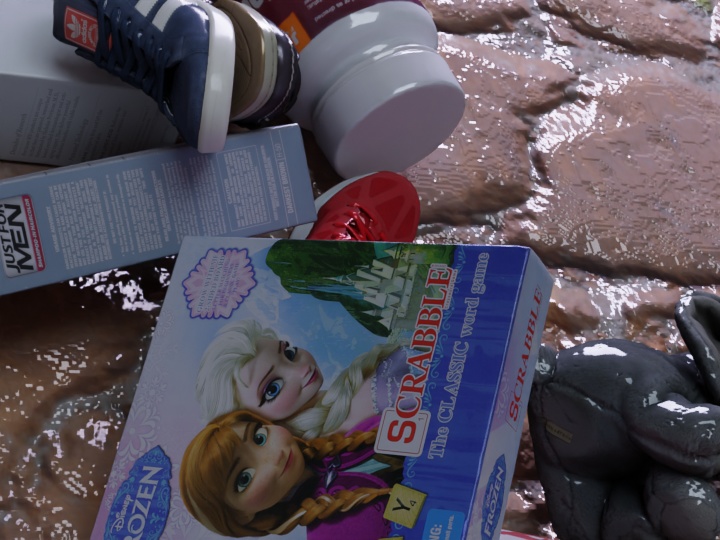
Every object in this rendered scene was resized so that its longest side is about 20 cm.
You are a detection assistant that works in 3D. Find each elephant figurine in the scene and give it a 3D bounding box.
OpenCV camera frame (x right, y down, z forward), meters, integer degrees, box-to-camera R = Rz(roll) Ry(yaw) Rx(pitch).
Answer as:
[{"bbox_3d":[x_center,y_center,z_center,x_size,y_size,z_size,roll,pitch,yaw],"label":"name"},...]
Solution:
[{"bbox_3d":[0.192,0.086,0.989,0.141,0.155,0.200,4,20,37],"label":"elephant figurine"}]

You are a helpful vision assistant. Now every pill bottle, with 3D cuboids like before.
[{"bbox_3d":[-0.021,-0.163,1.081,0.114,0.114,0.200,-13,60,-32],"label":"pill bottle"}]

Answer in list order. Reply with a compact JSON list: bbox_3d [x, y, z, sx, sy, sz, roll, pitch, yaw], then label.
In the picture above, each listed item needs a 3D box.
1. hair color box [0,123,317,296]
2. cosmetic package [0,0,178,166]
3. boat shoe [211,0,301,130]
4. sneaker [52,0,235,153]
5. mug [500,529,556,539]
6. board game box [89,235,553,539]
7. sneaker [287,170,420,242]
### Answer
[{"bbox_3d":[-0.136,-0.034,0.925,0.200,0.099,0.061,-14,96,-33],"label":"hair color box"},{"bbox_3d":[-0.209,-0.131,0.992,0.200,0.081,0.113,6,51,-20],"label":"cosmetic package"},{"bbox_3d":[-0.066,-0.119,0.986,0.065,0.200,0.072,5,90,-20],"label":"boat shoe"},{"bbox_3d":[-0.124,-0.127,0.910,0.084,0.075,0.200,0,32,-20],"label":"sneaker"},{"bbox_3d":[0.114,0.199,0.823,0.200,0.177,0.134,11,83,-22],"label":"mug"},{"bbox_3d":[-0.022,0.081,0.800,0.199,0.041,0.200,1,64,28],"label":"board game box"},{"bbox_3d":[0.000,0.000,0.947,0.078,0.115,0.200,48,52,-14],"label":"sneaker"}]
